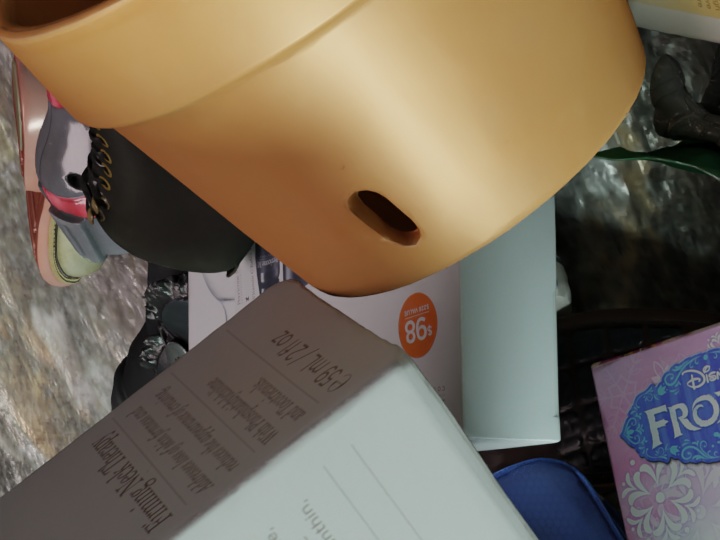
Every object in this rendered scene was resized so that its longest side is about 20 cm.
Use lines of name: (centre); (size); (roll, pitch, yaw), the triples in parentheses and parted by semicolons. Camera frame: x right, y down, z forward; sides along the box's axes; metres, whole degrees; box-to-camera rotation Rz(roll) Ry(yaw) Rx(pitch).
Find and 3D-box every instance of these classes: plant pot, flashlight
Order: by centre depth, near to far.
plant pot: (0.001, -0.087, 0.900); (0.140, 0.200, 0.200); (52, 150, -19)
flashlight: (-0.124, -0.088, 1.080); (0.068, 0.068, 0.200); (-3, 141, 23)

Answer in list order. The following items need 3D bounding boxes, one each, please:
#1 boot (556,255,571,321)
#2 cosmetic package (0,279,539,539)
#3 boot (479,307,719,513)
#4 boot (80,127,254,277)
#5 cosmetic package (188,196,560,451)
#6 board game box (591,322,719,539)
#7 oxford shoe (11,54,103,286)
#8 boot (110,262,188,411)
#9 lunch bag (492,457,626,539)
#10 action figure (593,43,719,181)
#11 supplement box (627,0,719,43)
boot: (0.033, 0.017, 1.171); (0.200, 0.073, 0.091); (121, 136, -56)
cosmetic package: (-0.037, 0.135, 0.869); (0.167, 0.200, 0.167); (54, 173, -14)
boot: (0.096, 0.065, 1.122); (0.200, 0.097, 0.075); (-19, 71, 30)
boot: (-0.101, -0.064, 1.028); (0.200, 0.078, 0.138); (24, 137, -17)
cosmetic package: (0.000, 0.000, 1.089); (0.200, 0.052, 0.151); (-13, 78, 55)
board game box: (0.177, 0.097, 0.815); (0.200, 0.041, 0.200); (-22, 73, 35)
oxford shoe: (-0.125, -0.045, 1.320); (0.200, 0.074, 0.071); (100, 162, -70)
boot: (-0.047, 0.069, 1.291); (0.200, 0.076, 0.168); (52, 150, 24)
lunch bag: (0.072, 0.168, 1.029); (0.200, 0.136, 0.132); (57, -178, 34)
action figure: (0.190, -0.030, 0.901); (0.200, 0.118, 0.055); (22, 119, 33)
supplement box: (0.132, -0.143, 0.900); (0.200, 0.073, 0.126); (19, 129, 48)
